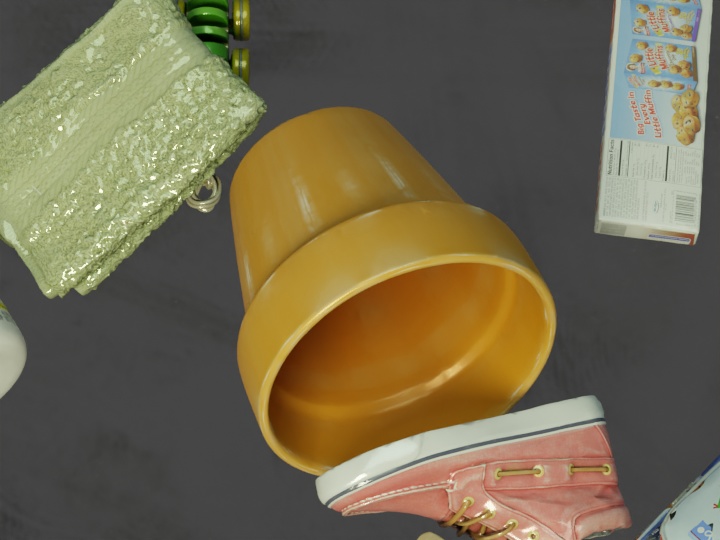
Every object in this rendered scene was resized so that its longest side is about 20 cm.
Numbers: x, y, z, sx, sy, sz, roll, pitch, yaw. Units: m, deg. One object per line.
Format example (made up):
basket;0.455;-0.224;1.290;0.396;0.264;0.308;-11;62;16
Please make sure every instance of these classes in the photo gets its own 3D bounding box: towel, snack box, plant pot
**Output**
towel;-0.175;-0.090;1.471;0.200;0.036;0.148;-42;73;-1
snack box;0.210;-0.115;1.531;0.071;0.024;0.201;7;64;2
plant pot;0.000;0.000;1.387;0.199;0.201;0.184;-18;50;-11

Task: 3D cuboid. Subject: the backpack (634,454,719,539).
backpack;0.267;0.184;1.326;0.200;0.154;0.190;38;58;18

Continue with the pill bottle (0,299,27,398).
pill bottle;-0.309;0.003;1.406;0.109;0.109;0.200;-29;69;-15

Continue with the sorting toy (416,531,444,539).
sorting toy;0.066;0.299;1.299;0.198;0.070;0.200;32;67;13

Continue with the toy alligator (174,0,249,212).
toy alligator;-0.108;-0.142;1.515;0.059;0.054;0.201;0;64;-2

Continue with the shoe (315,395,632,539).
shoe;0.075;0.145;1.356;0.199;0.071;0.091;-12;76;-20
